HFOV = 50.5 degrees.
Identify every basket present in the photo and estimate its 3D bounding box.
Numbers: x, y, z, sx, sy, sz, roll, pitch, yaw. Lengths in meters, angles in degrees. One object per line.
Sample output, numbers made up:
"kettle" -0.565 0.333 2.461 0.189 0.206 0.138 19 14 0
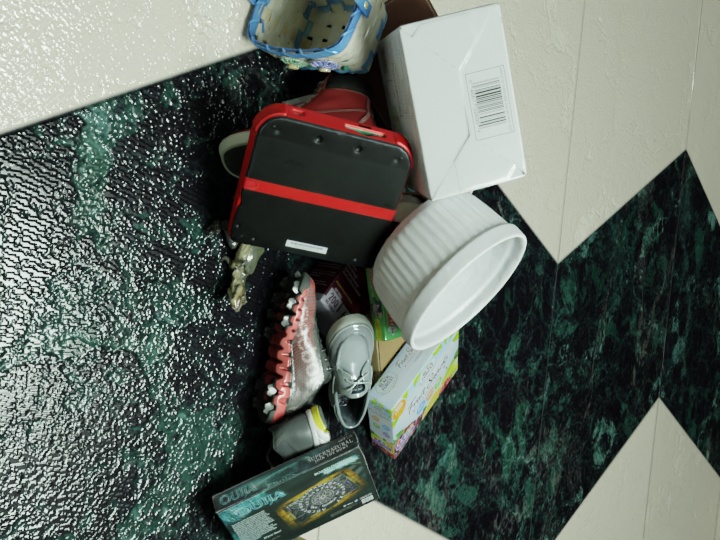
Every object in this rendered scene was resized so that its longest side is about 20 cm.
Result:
"basket" -0.063 -0.325 0.918 0.200 0.173 0.142 39 69 -54

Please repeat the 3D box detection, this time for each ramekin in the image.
"ramekin" 0.105 -0.006 0.975 0.198 0.105 0.202 -35 156 -18

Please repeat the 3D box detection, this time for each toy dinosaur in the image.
"toy dinosaur" -0.143 -0.051 0.968 0.088 0.047 0.203 47 57 -44

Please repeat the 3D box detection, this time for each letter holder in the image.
"letter holder" 0.066 -0.276 1.091 0.141 0.101 0.202 -34 104 -1

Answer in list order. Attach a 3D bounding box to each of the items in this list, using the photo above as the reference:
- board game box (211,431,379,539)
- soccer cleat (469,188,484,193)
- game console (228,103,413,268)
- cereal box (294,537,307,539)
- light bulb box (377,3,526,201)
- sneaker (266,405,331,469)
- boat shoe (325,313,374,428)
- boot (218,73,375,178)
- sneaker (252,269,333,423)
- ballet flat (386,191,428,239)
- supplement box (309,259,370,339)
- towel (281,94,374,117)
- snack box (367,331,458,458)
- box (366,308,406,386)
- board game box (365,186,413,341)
"board game box" -0.079 0.295 0.995 0.196 0.028 0.137 -23 134 -7
"soccer cleat" 0.172 -0.167 1.267 0.199 0.069 0.088 -34 142 -47
"game console" -0.046 -0.095 0.908 0.195 0.031 0.180 11 123 -16
"cereal box" -0.135 0.485 1.053 0.198 0.039 0.148 -24 113 -43
"light bulb box" 0.106 -0.207 0.956 0.122 0.200 0.203 -13 103 -3
"sneaker" -0.087 0.256 1.037 0.082 0.075 0.203 -8 133 -13
"boat shoe" -0.009 0.146 1.061 0.068 0.072 0.204 -10 138 -14
"boot" -0.078 -0.187 0.962 0.073 0.194 0.147 81 3 -51
"sneaker" -0.080 0.104 1.023 0.096 0.070 0.206 10 90 -28
"ballet flat" 0.009 -0.065 0.989 0.195 0.071 0.073 -12 107 -13
"supplement box" 0.000 0.000 1.116 0.202 0.060 0.110 -56 131 -27
"towel" -0.029 -0.142 1.046 0.144 0.030 0.205 -20 100 -34
"snack box" 0.087 0.175 1.208 0.201 0.052 0.144 -50 149 -31
"box" 0.068 0.083 1.179 0.164 0.021 0.203 -48 148 -32
"board game box" 0.065 -0.015 1.077 0.132 0.029 0.206 -10 95 -35
